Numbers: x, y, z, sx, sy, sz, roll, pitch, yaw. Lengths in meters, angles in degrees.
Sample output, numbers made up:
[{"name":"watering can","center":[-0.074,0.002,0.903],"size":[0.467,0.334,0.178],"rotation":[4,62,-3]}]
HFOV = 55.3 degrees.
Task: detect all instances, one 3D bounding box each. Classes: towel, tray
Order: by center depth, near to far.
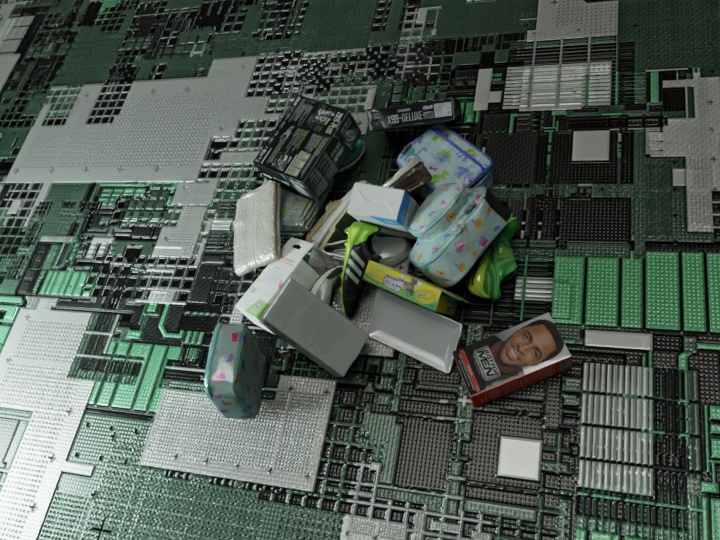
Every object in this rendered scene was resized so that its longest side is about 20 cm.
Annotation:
[{"name":"tray","center":[0.109,0.118,1.377],"size":[0.198,0.022,0.109],"rotation":[23,108,28]},{"name":"towel","center":[-0.234,-0.099,1.560],"size":[0.131,0.034,0.203],"rotation":[-22,61,34]},{"name":"towel","center":[-0.172,-0.164,1.627],"size":[0.198,0.048,0.173],"rotation":[7,60,34]}]

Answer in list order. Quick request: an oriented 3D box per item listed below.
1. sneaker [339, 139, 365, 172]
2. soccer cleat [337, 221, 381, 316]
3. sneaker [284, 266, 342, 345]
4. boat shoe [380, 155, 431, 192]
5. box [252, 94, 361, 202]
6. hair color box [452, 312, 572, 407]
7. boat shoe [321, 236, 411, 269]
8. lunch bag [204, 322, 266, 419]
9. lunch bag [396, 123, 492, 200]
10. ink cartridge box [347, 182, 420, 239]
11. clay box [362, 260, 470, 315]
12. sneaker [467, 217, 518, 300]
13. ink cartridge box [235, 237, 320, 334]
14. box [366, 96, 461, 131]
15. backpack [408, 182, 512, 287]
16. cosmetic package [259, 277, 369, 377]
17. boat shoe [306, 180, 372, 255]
[{"name":"sneaker","center":[-0.087,-0.284,1.660],"size":[0.197,0.080,0.078],"rotation":[-9,59,13]},{"name":"soccer cleat","center":[0.000,0.000,1.438],"size":[0.080,0.067,0.203],"rotation":[7,97,11]},{"name":"sneaker","center":[-0.085,0.083,1.464],"size":[0.079,0.074,0.202],"rotation":[26,71,8]},{"name":"boat shoe","center":[0.085,-0.181,1.506],"size":[0.060,0.200,0.072],"rotation":[49,55,-4]},{"name":"box","center":[-0.121,-0.282,1.573],"size":[0.162,0.086,0.201],"rotation":[23,76,31]},{"name":"hair color box","center":[0.284,0.168,1.291],"size":[0.198,0.061,0.102],"rotation":[-23,56,4]},{"name":"boat shoe","center":[0.011,-0.043,1.494],"size":[0.197,0.070,0.072],"rotation":[-10,56,7]},{"name":"lunch bag","center":[-0.246,0.200,1.370],"size":[0.076,0.201,0.162],"rotation":[0,61,5]},{"name":"lunch bag","center":[0.190,-0.230,1.539],"size":[0.160,0.083,0.200],"rotation":[-38,58,-9]},{"name":"ink cartridge box","center":[0.065,-0.118,1.459],"size":[0.114,0.200,0.068],"rotation":[11,83,24]},{"name":"clay box","center":[0.115,0.041,1.384],"size":[0.198,0.115,0.048],"rotation":[25,94,28]},{"name":"sneaker","center":[0.282,-0.021,1.405],"size":[0.083,0.074,0.201],"rotation":[31,63,-5]},{"name":"ink cartridge box","center":[-0.167,0.030,1.491],"size":[0.201,0.067,0.117],"rotation":[-52,32,-13]},{"name":"box","center":[0.129,-0.359,1.591],"size":[0.197,0.158,0.051],"rotation":[-5,100,16]},{"name":"backpack","center":[0.182,-0.073,1.373],"size":[0.202,0.152,0.176],"rotation":[-59,17,-3]},{"name":"cosmetic package","center":[-0.093,0.117,1.378],"size":[0.199,0.071,0.102],"rotation":[37,73,-6]},{"name":"boat shoe","center":[-0.049,-0.129,1.561],"size":[0.068,0.075,0.201],"rotation":[32,78,28]}]
